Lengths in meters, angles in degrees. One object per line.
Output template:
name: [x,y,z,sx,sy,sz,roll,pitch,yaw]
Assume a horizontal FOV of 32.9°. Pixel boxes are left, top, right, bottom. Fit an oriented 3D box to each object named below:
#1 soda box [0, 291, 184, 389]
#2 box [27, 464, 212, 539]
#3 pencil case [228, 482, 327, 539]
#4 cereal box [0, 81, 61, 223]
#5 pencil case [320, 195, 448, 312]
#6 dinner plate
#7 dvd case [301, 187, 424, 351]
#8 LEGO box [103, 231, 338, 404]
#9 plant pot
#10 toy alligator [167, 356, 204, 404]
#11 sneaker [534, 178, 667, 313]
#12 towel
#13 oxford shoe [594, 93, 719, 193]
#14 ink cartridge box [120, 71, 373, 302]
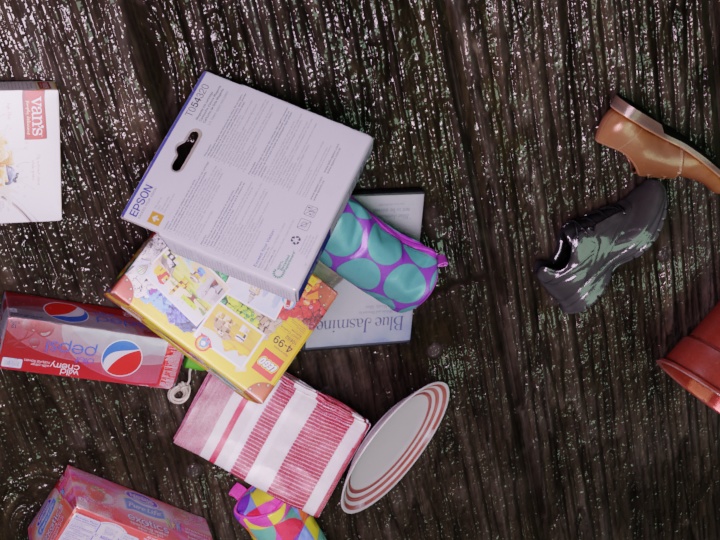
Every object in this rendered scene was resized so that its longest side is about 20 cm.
soda box: [-0.298,0.078,1.345,0.199,0.070,0.064,11,109,-23]
box: [-0.281,0.325,1.448,0.199,0.095,0.103,28,102,-28]
pencil case: [-0.086,0.345,1.538,0.088,0.088,0.201,-30,118,-5]
cereal box: [-0.406,-0.118,1.235,0.199,0.040,0.145,-4,114,-18]
pencil case: [-0.001,-0.037,1.371,0.200,0.085,0.092,37,111,-29]
dinner plate: [0.038,0.214,1.503,0.200,0.024,0.201,-43,156,-24]
dvd case: [0.000,0.000,1.447,0.142,0.018,0.201,-4,114,-19]
LEGO box: [-0.151,0.025,1.318,0.200,0.077,0.149,38,77,-13]
plant pot: [0.528,0.100,1.593,0.201,0.201,0.196,38,89,-29]
toy alligator: [-0.177,0.078,1.397,0.059,0.054,0.201,13,108,-24]
sneaker: [0.298,-0.042,1.507,0.091,0.076,0.200,40,92,-20]
towel: [-0.106,0.192,1.446,0.199,0.023,0.144,29,102,-2]
oxford shoe: [0.371,-0.139,1.493,0.199,0.071,0.071,28,108,-17]
ink cartridge box: [-0.114,-0.090,1.265,0.199,0.043,0.197,22,67,9]
